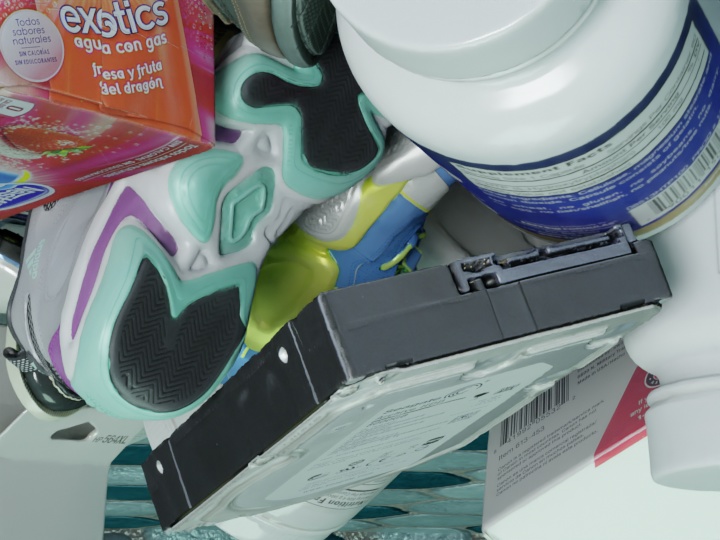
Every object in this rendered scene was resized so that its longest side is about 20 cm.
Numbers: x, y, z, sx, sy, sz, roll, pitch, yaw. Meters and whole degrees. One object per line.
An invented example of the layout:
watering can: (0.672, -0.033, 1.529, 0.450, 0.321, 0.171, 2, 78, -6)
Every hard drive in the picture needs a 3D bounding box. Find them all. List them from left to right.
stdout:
hard drive: (0.011, 0.046, 0.757, 0.140, 0.038, 0.200, -13, 163, -30)

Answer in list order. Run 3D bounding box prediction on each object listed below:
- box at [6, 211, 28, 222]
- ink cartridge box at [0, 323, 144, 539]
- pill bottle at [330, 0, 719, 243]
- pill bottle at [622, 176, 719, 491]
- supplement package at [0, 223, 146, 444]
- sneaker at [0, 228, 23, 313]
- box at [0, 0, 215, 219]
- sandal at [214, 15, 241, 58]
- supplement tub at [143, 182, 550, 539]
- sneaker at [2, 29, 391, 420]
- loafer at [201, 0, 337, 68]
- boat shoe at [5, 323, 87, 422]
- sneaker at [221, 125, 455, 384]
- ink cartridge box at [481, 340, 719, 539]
box: (-0.183, -0.045, 0.914, 0.200, 0.032, 0.121, 11, 178, 44)
ink cartridge box: (-0.221, 0.090, 0.999, 0.200, 0.125, 0.129, 1, 175, 24)
pill bottle: (0.059, -0.086, 0.672, 0.120, 0.120, 0.200, -5, 165, 19)
pill bottle: (0.159, -0.017, 0.791, 0.113, 0.200, 0.113, 0, 167, 0)
supplement package: (-0.200, 0.053, 1.249, 0.117, 0.118, 0.200, 5, 165, -26)
sneaker: (-0.221, -0.001, 0.888, 0.200, 0.073, 0.072, 10, 175, 16)
box: (-0.149, -0.079, 0.734, 0.095, 0.100, 0.200, 12, 162, -42)
sandal: (-0.075, -0.072, 0.866, 0.082, 0.055, 0.200, 4, 166, -18)
supplement tub: (-0.003, 0.033, 0.987, 0.132, 0.132, 0.200, 13, 132, -44)
sneaker: (-0.074, -0.040, 0.774, 0.140, 0.200, 0.078, 10, 148, 53)
loafer: (-0.040, -0.131, 0.628, 0.063, 0.072, 0.200, 17, 162, 11)
boat shoe: (-0.101, 0.001, 0.964, 0.066, 0.075, 0.199, -13, -160, 30)
sneaker: (0.000, 0.000, 0.864, 0.105, 0.076, 0.200, 41, 128, -21)
ink cartridge box: (0.140, 0.053, 0.957, 0.145, 0.200, 0.084, -35, 113, 25)
